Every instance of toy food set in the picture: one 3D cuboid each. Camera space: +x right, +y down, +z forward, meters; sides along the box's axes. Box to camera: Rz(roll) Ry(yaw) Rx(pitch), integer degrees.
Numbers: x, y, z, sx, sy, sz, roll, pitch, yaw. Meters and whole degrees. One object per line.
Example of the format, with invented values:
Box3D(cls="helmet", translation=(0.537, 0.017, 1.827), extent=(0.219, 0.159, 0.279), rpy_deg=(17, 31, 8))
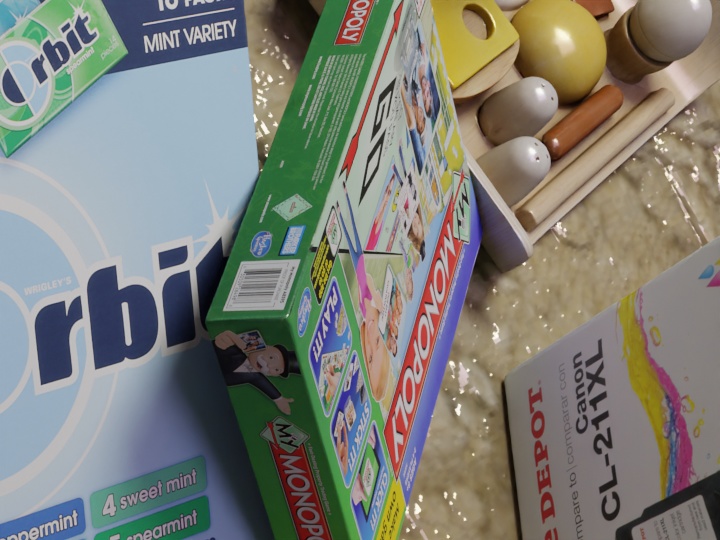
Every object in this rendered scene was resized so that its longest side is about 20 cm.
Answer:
Box3D(cls="toy food set", translation=(0.074, -0.105, 1.011), extent=(0.144, 0.060, 0.200), rpy_deg=(54, 45, -3))

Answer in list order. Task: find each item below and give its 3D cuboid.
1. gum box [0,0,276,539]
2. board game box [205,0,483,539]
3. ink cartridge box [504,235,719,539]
Box3D(cls="gum box", translation=(-0.102, 0.013, 0.753), extent=(0.169, 0.044, 0.201), rpy_deg=(-16, 107, -43))
Box3D(cls="board game box", translation=(0.000, 0.000, 0.844), extent=(0.200, 0.029, 0.135), rpy_deg=(-73, 154, -47))
Box3D(cls="ink cartridge box", translation=(0.144, 0.072, 0.876), extent=(0.082, 0.200, 0.146), rpy_deg=(11, 59, -31))
